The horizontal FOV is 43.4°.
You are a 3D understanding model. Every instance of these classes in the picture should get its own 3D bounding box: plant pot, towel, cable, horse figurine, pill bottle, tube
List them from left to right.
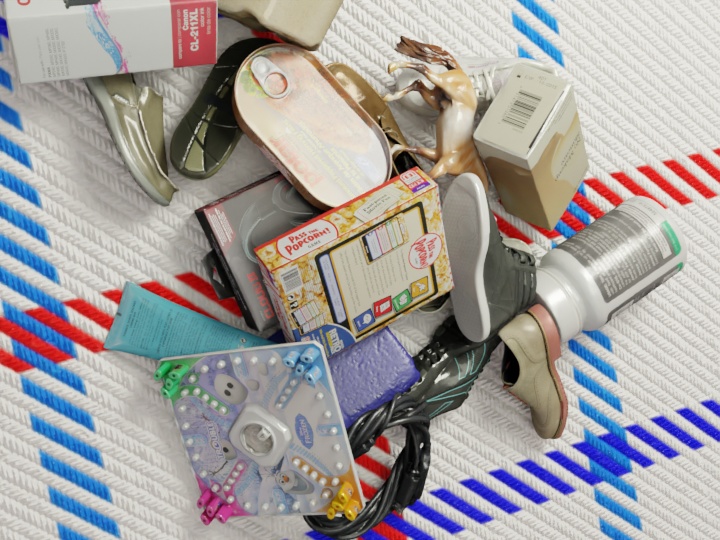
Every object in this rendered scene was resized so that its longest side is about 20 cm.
[{"bbox_3d":[-0.179,0.079,0.995,0.198,0.050,0.078,18,83,3],"label":"tube"},{"bbox_3d":[-0.073,-0.343,0.960,0.199,0.200,0.185,19,98,-18],"label":"plant pot"},{"bbox_3d":[-0.048,0.124,1.040,0.199,0.050,0.148,-35,82,-11],"label":"towel"},{"bbox_3d":[0.010,0.220,1.035,0.162,0.051,0.202,-8,127,-27],"label":"cable"},{"bbox_3d":[0.087,-0.166,1.016,0.131,0.050,0.202,-4,91,-22],"label":"horse figurine"},{"bbox_3d":[0.296,0.003,1.126,0.199,0.113,0.114,-32,102,-14],"label":"pill bottle"}]

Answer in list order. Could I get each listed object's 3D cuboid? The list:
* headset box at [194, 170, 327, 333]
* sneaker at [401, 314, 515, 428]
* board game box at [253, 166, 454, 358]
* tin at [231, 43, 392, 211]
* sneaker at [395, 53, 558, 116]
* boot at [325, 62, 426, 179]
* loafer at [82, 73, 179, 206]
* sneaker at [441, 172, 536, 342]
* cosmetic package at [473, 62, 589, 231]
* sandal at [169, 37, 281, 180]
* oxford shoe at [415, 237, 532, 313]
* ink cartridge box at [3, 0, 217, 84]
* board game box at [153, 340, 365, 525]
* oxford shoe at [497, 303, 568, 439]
[{"bbox_3d":[-0.082,-0.034,1.022,0.199,0.077,0.150,-26,101,-16],"label":"headset box"},{"bbox_3d":[0.112,0.116,1.106,0.199,0.075,0.080,-35,121,-10],"label":"sneaker"},{"bbox_3d":[0.000,0.000,0.973,0.199,0.046,0.152,-27,133,-15],"label":"board game box"},{"bbox_3d":[-0.053,-0.150,0.970,0.200,0.042,0.112,48,67,-6],"label":"tin"},{"bbox_3d":[0.140,-0.227,1.070,0.198,0.100,0.076,-7,97,-16],"label":"sneaker"},{"bbox_3d":[0.023,-0.158,1.050,0.073,0.075,0.201,-38,102,-10],"label":"boot"},{"bbox_3d":[-0.238,-0.165,0.964,0.069,0.075,0.202,-26,100,-10],"label":"loafer"},{"bbox_3d":[0.151,-0.026,1.043,0.099,0.070,0.202,-24,118,-32],"label":"sneaker"},{"bbox_3d":[0.203,-0.136,1.047,0.071,0.200,0.106,28,83,27],"label":"cosmetic package"},{"bbox_3d":[-0.143,-0.180,1.002,0.079,0.057,0.202,34,71,5],"label":"sandal"},{"bbox_3d":[0.127,0.009,1.102,0.198,0.058,0.076,-14,95,-18],"label":"oxford shoe"},{"bbox_3d":[-0.256,-0.274,0.912,0.198,0.083,0.147,-10,56,-17],"label":"ink cartridge box"},{"bbox_3d":[-0.111,0.181,0.970,0.198,0.026,0.202,-8,107,21],"label":"board game box"},{"bbox_3d":[0.205,0.135,1.111,0.074,0.070,0.201,-22,121,-11],"label":"oxford shoe"}]
